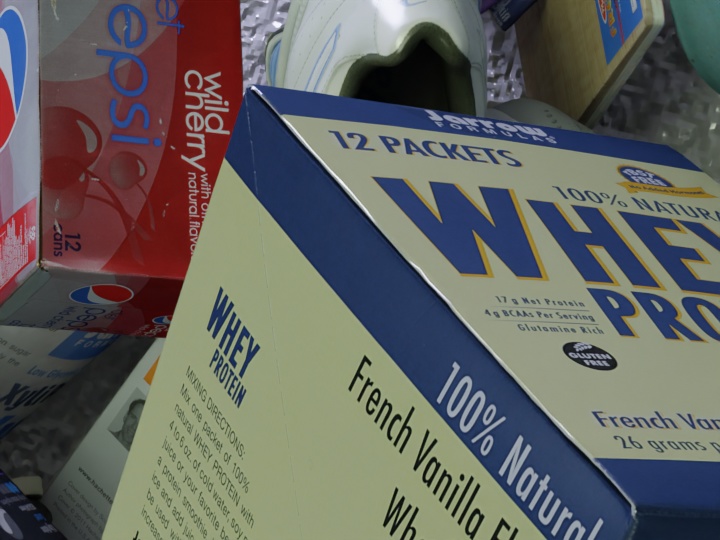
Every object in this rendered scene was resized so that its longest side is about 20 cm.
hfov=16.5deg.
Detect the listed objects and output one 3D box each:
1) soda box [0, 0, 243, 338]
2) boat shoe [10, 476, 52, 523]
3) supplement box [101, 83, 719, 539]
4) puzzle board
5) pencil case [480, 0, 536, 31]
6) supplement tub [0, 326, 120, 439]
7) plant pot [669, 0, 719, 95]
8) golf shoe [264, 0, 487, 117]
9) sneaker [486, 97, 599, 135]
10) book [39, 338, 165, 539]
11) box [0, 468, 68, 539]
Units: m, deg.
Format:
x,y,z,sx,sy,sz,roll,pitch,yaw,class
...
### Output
x,y,z,sx,sy,sz,roll,pitch,yaw,class
-0.079,-0.083,0.770,0.063,0.070,0.200,147,124,-59,soda box
-0.165,0.140,0.887,0.200,0.072,0.068,-45,67,33,boat shoe
0.037,0.090,0.606,0.200,0.134,0.200,48,126,51,supplement box
0.062,-0.147,0.775,0.017,0.151,0.200,-7,77,-9,puzzle board
-0.007,-0.165,0.816,0.086,0.084,0.200,-48,49,25,pencil case
-0.156,-0.001,0.874,0.200,0.132,0.132,-39,66,20,supplement tub
0.193,-0.086,0.661,0.188,0.200,0.200,21,94,41,plant pot
0.000,0.000,0.734,0.078,0.097,0.200,-1,112,-9,golf shoe
0.112,0.011,0.733,0.092,0.076,0.200,-27,54,-23,sneaker
-0.006,0.050,0.832,0.134,0.048,0.200,45,106,23,book
-0.148,0.120,0.757,0.122,0.106,0.200,-44,86,3,box
